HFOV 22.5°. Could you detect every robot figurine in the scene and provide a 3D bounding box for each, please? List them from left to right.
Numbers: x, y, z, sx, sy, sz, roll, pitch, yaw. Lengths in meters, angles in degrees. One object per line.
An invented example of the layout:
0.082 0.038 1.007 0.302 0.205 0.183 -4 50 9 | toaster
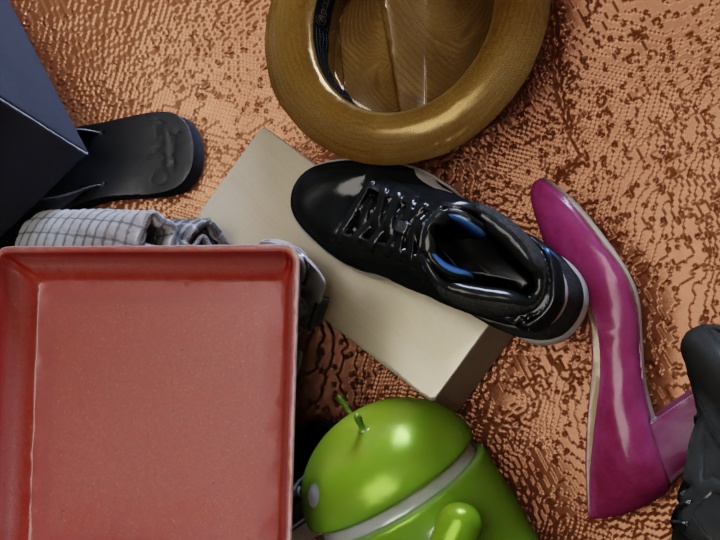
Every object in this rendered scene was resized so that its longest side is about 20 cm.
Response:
0.042 0.163 1.075 0.115 0.175 0.201 -31 97 -8 | robot figurine

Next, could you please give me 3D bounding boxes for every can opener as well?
-0.073 0.070 1.131 0.053 0.067 0.201 33 123 21 | can opener

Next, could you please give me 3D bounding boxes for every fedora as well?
0.037 -0.146 1.135 0.200 0.082 0.202 -9 65 19 | fedora

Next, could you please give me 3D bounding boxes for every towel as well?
-0.163 0.062 1.169 0.165 0.085 0.201 4 85 50 | towel

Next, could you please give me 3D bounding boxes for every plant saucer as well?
-0.124 0.087 1.059 0.199 0.037 0.201 0 86 20 | plant saucer

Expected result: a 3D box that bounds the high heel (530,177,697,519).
0.133 0.047 1.095 0.096 0.067 0.201 -31 87 5 | high heel

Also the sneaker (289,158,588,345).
0.035 -0.026 1.048 0.199 0.112 0.073 24 86 21 | sneaker

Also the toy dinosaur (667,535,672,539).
0.225 0.183 1.047 0.200 0.102 0.136 -29 59 35 | toy dinosaur

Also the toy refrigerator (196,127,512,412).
0.000 0.000 1.151 0.200 0.070 0.076 36 91 20 | toy refrigerator

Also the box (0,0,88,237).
-0.317 -0.098 1.228 0.198 0.123 0.200 -42 52 13 | box

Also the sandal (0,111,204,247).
-0.205 -0.070 1.250 0.199 0.043 0.077 -16 79 19 | sandal

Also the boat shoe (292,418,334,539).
-0.083 0.158 1.109 0.068 0.200 0.057 14 126 45 | boat shoe

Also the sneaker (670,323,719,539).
0.206 0.116 0.998 0.090 0.076 0.201 -23 51 9 | sneaker
